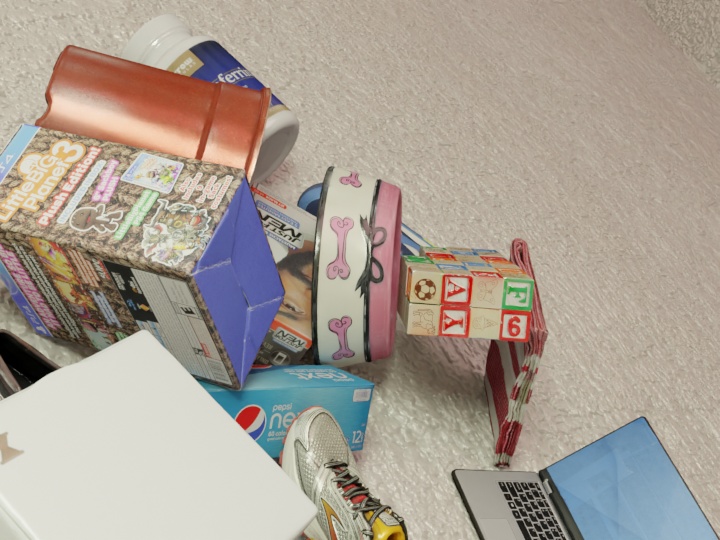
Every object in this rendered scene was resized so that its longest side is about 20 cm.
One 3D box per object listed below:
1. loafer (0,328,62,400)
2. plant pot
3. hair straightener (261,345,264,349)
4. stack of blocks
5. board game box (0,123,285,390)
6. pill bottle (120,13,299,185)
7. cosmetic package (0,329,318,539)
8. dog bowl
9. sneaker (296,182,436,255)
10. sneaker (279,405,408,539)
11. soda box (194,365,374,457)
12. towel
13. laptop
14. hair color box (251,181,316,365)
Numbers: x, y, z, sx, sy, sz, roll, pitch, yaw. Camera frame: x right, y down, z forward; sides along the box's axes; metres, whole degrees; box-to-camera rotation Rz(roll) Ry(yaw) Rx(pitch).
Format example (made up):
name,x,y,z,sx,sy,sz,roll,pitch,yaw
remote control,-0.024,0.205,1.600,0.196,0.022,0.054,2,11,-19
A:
name,x,y,z,sx,sy,sz,roll,pitch,yaw
loafer,-0.216,0.120,0.779,0.199,0.063,0.072,35,32,-3
plant pot,-0.208,-0.112,0.980,0.193,0.202,0.202,18,35,-14
hair straightener,-0.175,0.027,0.936,0.198,0.078,0.041,28,-4,-3
stack of blocks,0.095,0.018,1.024,0.114,0.059,0.200,4,9,-3
board game box,-0.178,-0.009,0.798,0.198,0.160,0.098,13,57,18
pill bottle,-0.175,-0.193,1.171,0.200,0.116,0.115,43,32,11
cosmetic package,-0.168,0.180,0.621,0.166,0.201,0.167,44,33,11
dog bowl,0.000,0.000,1.007,0.073,0.202,0.201,3,35,5
sneaker,0.013,-0.030,1.187,0.199,0.074,0.083,32,34,-6
sneaker,0.000,0.202,0.834,0.077,0.082,0.202,-4,64,-48
soda box,-0.086,0.120,0.884,0.198,0.065,0.067,5,9,-41
towel,0.155,0.088,1.070,0.022,0.202,0.145,4,38,-4
laptop,0.224,0.246,1.000,0.198,0.116,0.188,10,40,-36
hair color box,-0.093,0.004,1.049,0.110,0.064,0.201,29,34,-14
